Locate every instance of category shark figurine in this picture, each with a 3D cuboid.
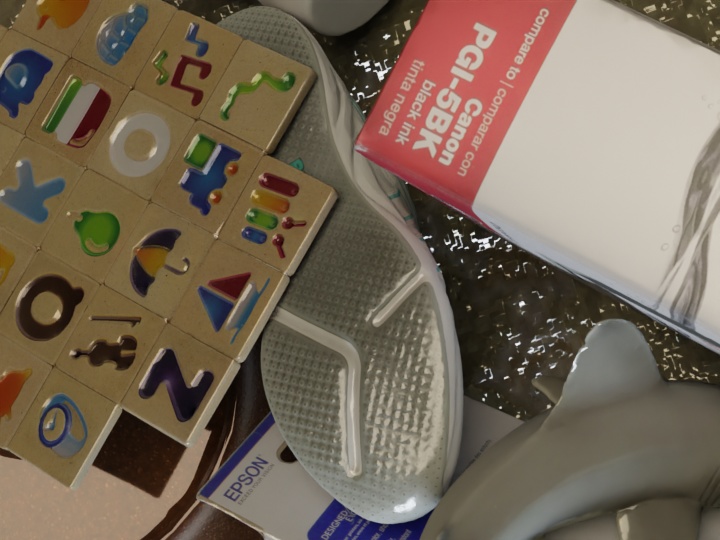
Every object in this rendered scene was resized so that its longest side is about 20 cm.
[{"bbox_3d":[0.066,0.063,0.766,0.214,0.090,0.128,-26,48,-34],"label":"shark figurine"}]

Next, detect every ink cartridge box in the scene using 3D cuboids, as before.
[{"bbox_3d":[0.118,-0.019,0.788,0.200,0.147,0.083,29,91,21],"label":"ink cartridge box"},{"bbox_3d":[0.052,0.099,0.815,0.200,0.039,0.099,25,45,20],"label":"ink cartridge box"}]

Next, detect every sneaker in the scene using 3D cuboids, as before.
[{"bbox_3d":[0.000,0.000,0.839,0.070,0.080,0.200,-28,59,17],"label":"sneaker"}]

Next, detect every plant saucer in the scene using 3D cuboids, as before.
[{"bbox_3d":[-0.117,0.044,0.893,0.200,0.034,0.200,-1,84,10],"label":"plant saucer"}]

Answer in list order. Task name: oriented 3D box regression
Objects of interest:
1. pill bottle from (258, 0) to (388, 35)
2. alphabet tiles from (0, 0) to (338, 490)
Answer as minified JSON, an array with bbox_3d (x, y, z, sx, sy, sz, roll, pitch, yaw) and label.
[{"bbox_3d":[-0.071,-0.174,0.895,0.200,0.114,0.114,31,89,20],"label":"pill bottle"},{"bbox_3d":[-0.105,-0.021,0.856,0.200,0.006,0.167,27,86,34],"label":"alphabet tiles"}]
